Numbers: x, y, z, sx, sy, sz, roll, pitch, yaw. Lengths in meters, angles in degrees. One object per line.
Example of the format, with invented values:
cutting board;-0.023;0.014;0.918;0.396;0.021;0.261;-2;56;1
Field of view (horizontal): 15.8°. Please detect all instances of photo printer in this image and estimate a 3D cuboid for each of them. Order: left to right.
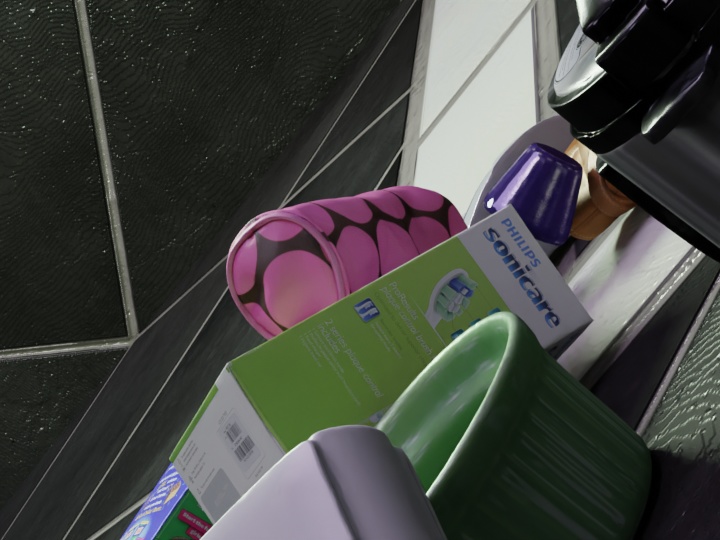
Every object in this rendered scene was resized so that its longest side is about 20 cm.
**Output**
photo printer;-0.010;0.192;1.092;0.166;0.069;0.200;-46;54;32

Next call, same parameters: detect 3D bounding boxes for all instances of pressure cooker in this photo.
pressure cooker;0.177;-0.101;1.120;0.179;0.200;0.176;-55;9;-8

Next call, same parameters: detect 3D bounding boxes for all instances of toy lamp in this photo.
toy lamp;0.075;0.018;1.569;0.058;0.058;0.200;-86;22;-75

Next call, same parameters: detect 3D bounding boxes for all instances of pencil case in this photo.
pencil case;0.000;0.000;1.569;0.091;0.094;0.200;-19;-3;29

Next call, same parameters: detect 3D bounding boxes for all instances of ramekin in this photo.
ramekin;0.049;0.127;1.239;0.200;0.098;0.200;-52;8;11

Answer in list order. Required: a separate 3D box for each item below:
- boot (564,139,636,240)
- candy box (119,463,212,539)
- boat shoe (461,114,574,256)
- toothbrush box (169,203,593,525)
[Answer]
boot;0.189;-0.115;1.597;0.155;0.077;0.200;-51;15;40
candy box;-0.122;0.192;1.978;0.200;0.077;0.169;-57;8;-17
boat shoe;0.090;-0.013;1.702;0.200;0.072;0.068;-62;11;-7
toothbrush box;0.010;0.067;1.438;0.200;0.086;0.146;-28;-13;-26
